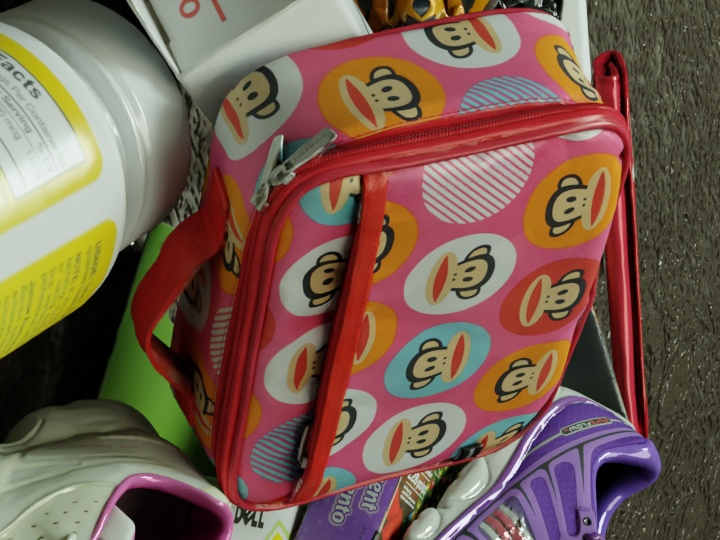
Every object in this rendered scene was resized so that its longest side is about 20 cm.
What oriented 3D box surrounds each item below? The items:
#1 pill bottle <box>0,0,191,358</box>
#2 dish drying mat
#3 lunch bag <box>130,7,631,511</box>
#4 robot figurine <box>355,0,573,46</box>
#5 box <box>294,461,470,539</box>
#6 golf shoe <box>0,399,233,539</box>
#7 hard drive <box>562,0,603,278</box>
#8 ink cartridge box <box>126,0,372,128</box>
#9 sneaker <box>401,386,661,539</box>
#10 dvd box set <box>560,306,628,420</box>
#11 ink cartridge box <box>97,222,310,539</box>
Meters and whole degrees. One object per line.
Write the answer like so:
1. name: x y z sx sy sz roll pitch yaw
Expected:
1. pill bottle: -0.151 -0.018 0.830 0.200 0.114 0.115 -36 131 -50
2. dish drying mat: 0.135 -0.009 1.276 0.077 0.018 0.201 -79 164 -75
3. lunch bag: 0.000 0.000 0.929 0.176 0.082 0.200 -12 140 -21
4. robot figurine: 0.023 -0.135 1.082 0.058 0.144 0.201 -107 -165 -80
5. box: 0.035 0.100 1.142 0.137 0.039 0.200 -69 158 -15
6. golf shoe: -0.135 0.102 0.904 0.200 0.091 0.076 -20 120 -38
7. hard drive: 0.104 -0.114 1.277 0.132 0.027 0.201 -90 174 -57
8. ink cartridge box: -0.040 -0.100 0.939 0.068 0.116 0.200 -31 147 4
9. sneaker: 0.067 0.131 1.068 0.200 0.083 0.081 -53 152 -30
10. dvd box set: 0.079 -0.028 1.186 0.146 0.029 0.200 65 6 -58
11. ink cartridge box: -0.059 0.093 1.063 0.148 0.076 0.201 25 79 -68
